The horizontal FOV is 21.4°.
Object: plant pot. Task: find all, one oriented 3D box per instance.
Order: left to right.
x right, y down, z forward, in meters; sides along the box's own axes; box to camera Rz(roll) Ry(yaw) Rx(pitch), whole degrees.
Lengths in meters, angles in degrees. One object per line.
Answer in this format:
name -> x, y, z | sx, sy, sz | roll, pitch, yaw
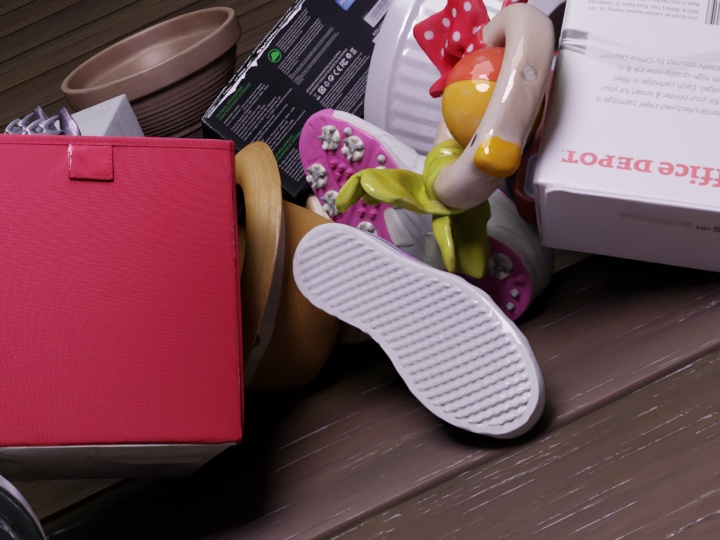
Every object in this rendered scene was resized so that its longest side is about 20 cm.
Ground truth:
plant pot -> -0.208, -0.195, 2.015 | 0.199, 0.093, 0.201 | -20, 21, 8

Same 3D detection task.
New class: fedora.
fedora -> -0.061, 0.018, 1.267 | 0.081, 0.203, 0.201 | 9, 11, -19

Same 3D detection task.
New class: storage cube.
storage cube -> -0.170, 0.028, 1.150 | 0.198, 0.182, 0.171 | 1, -13, -16

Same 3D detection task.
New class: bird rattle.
bird rattle -> 0.080, -0.099, 1.178 | 0.201, 0.112, 0.163 | -63, 13, -19

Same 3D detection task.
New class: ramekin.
ramekin -> 0.100, -0.134, 1.382 | 0.104, 0.202, 0.200 | 20, 43, 31

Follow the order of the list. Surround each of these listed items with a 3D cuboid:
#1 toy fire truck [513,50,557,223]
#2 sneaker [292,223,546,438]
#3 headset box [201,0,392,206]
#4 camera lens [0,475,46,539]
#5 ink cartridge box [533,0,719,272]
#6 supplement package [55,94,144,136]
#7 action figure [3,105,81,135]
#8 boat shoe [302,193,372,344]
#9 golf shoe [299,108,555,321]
toy fire truck -> 0.210, -0.092, 1.275 | 0.198, 0.113, 0.169 | 5, 55, 12
sneaker -> 0.058, 0.040, 1.171 | 0.200, 0.114, 0.073 | 41, 98, 37
headset box -> -0.035, -0.136, 1.476 | 0.175, 0.093, 0.200 | -51, -1, -6
camera lens -> -0.278, 0.178, 1.065 | 0.199, 0.161, 0.160 | 0, 31, 48
ink cartridge box -> 0.193, -0.108, 1.179 | 0.144, 0.085, 0.202 | 8, 64, 11
supplement package -> -0.250, -0.057, 1.683 | 0.116, 0.118, 0.200 | -19, 20, 10
action figure -> -0.322, -0.072, 1.519 | 0.199, 0.070, 0.130 | -25, 2, -28
boat shoe -> 0.000, 0.000, 1.348 | 0.068, 0.075, 0.200 | 1, 23, -14
golf shoe -> 0.046, -0.041, 1.283 | 0.091, 0.200, 0.076 | -29, -25, -53
